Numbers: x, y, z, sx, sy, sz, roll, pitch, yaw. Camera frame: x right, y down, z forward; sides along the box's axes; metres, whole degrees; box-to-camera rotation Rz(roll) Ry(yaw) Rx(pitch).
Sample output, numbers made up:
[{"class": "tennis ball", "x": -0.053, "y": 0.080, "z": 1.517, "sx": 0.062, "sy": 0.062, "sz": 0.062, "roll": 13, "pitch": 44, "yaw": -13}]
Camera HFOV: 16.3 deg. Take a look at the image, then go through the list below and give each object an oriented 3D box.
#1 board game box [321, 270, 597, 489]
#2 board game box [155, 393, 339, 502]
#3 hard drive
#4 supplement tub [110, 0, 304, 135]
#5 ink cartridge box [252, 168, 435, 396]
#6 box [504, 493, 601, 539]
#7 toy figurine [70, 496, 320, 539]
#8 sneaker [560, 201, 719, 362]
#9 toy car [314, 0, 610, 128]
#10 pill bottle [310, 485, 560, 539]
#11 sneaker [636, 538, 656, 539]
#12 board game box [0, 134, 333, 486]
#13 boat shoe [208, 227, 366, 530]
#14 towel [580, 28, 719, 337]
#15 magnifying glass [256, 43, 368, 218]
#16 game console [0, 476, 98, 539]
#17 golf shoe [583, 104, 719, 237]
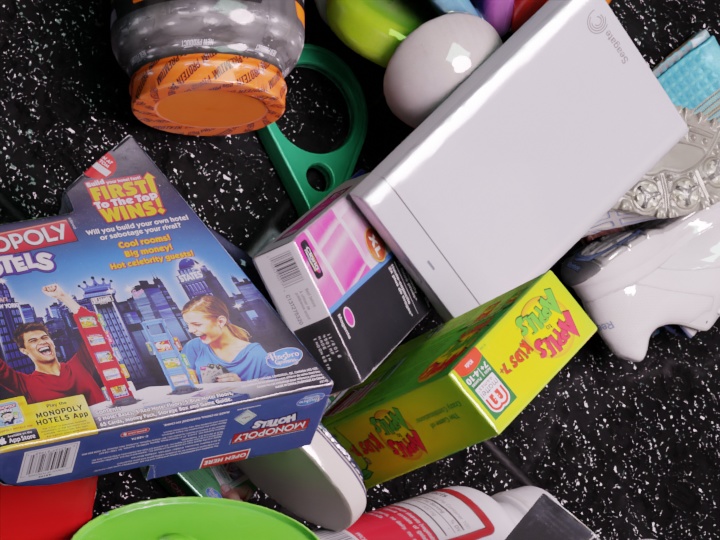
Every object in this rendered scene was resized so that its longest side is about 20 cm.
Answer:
[{"class": "board game box", "x": 0.048, "y": 0.073, "z": 1.523, "sx": 0.048, "sy": 0.200, "sz": 0.102, "roll": 50, "pitch": 58, "yaw": -6}, {"class": "board game box", "x": -0.116, "y": 0.044, "z": 1.543, "sx": 0.200, "sy": 0.029, "sz": 0.135, "roll": 47, "pitch": 57, "yaw": -8}, {"class": "hard drive", "x": 0.102, "y": -0.068, "z": 1.568, "sx": 0.200, "sy": 0.027, "sz": 0.132, "roll": -44, "pitch": 121, "yaw": -11}, {"class": "supplement tub", "x": -0.096, "y": -0.194, "z": 1.574, "sx": 0.122, "sy": 0.122, "sz": 0.200, "roll": 8, "pitch": 71, "yaw": -27}, {"class": "ink cartridge box", "x": 0.000, "y": 0.000, "z": 1.548, "sx": 0.095, "sy": 0.037, "sz": 0.200, "roll": 63, "pitch": 23, "yaw": -8}, {"class": "box", "x": 0.083, "y": 0.237, "z": 1.461, "sx": 0.047, "sy": 0.200, "sz": 0.193, "roll": 36, "pitch": 86, "yaw": 25}, {"class": "toy figurine", "x": -0.071, "y": 0.248, "z": 1.418, "sx": 0.150, "sy": 0.200, "sz": 0.184, "roll": -44, "pitch": 141, "yaw": -61}, {"class": "sneaker", "x": 0.227, "y": -0.006, "z": 1.715, "sx": 0.200, "sy": 0.074, "sz": 0.087, "roll": -27, "pitch": 101, "yaw": -24}, {"class": "toy car", "x": 0.077, "y": -0.185, "z": 1.623, "sx": 0.200, "sy": 0.150, "sz": 0.175, "roll": -1, "pitch": 38, "yaw": -29}, {"class": "pill bottle", "x": 0.034, "y": 0.196, "z": 1.528, "sx": 0.200, "sy": 0.112, "sz": 0.113, "roll": -14, "pitch": 81, "yaw": -31}, {"class": "sneaker", "x": 0.148, "y": 0.262, "z": 1.594, "sx": 0.115, "sy": 0.074, "sz": 0.200, "roll": 14, "pitch": 69, "yaw": -28}, {"class": "board game box", "x": -0.147, "y": 0.022, "z": 1.413, "sx": 0.200, "sy": 0.062, "sz": 0.200, "roll": -10, "pitch": 54, "yaw": -26}, {"class": "boat shoe", "x": -0.055, "y": 0.059, "z": 1.499, "sx": 0.200, "sy": 0.075, "sz": 0.093, "roll": 43, "pitch": 55, "yaw": 3}, {"class": "towel", "x": 0.227, "y": -0.064, "z": 1.772, "sx": 0.200, "sy": 0.022, "sz": 0.147, "roll": -39, "pitch": 94, "yaw": -32}, {"class": "magnifying glass", "x": -0.029, "y": -0.051, "z": 1.629, "sx": 0.079, "sy": 0.022, "sz": 0.200, "roll": 4, "pitch": 71, "yaw": -29}, {"class": "game console", "x": -0.254, "y": 0.089, "z": 1.439, "sx": 0.200, "sy": 0.119, "sz": 0.173, "roll": 6, "pitch": 42, "yaw": -18}, {"class": "golf shoe", "x": 0.154, "y": -0.057, "z": 1.677, "sx": 0.200, "sy": 0.097, "sz": 0.078, "roll": -13, "pitch": 84, "yaw": -20}]
